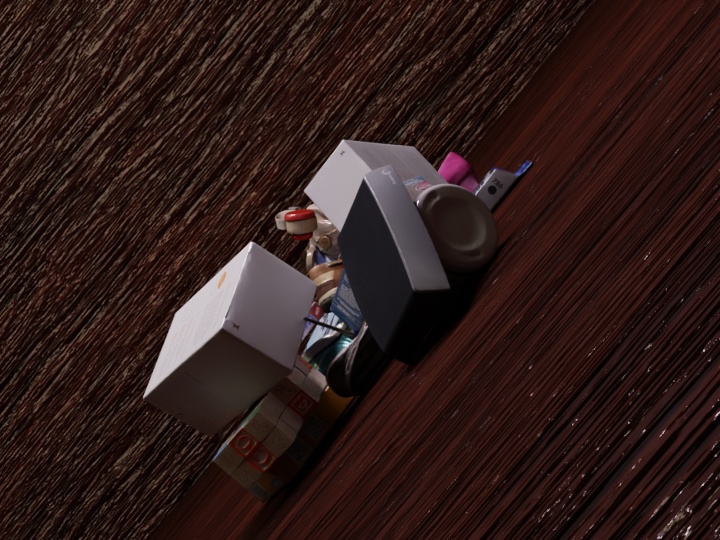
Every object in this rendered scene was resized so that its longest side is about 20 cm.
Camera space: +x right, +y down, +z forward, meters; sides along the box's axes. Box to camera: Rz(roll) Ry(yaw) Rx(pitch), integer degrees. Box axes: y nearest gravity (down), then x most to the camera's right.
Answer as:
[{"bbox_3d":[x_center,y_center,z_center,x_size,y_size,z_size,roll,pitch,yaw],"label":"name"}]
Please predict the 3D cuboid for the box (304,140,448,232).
[{"bbox_3d":[0.037,-0.104,1.772,0.098,0.124,0.200,-50,-22,23],"label":"box"}]

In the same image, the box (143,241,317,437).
[{"bbox_3d":[-0.164,0.090,1.582,0.200,0.106,0.152,-39,25,41],"label":"box"}]

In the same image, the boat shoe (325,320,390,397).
[{"bbox_3d":[0.032,0.078,1.592,0.200,0.067,0.057,-55,26,-11],"label":"boat shoe"}]

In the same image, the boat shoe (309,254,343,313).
[{"bbox_3d":[0.000,0.000,1.820,0.076,0.074,0.200,-38,-11,34],"label":"boat shoe"}]

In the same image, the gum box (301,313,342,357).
[{"bbox_3d":[-0.038,0.097,1.970,0.200,0.044,0.170,-62,9,16],"label":"gum box"}]

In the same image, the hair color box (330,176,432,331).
[{"bbox_3d":[0.037,-0.019,1.652,0.100,0.061,0.200,-22,-37,-44],"label":"hair color box"}]

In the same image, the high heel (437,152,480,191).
[{"bbox_3d":[0.094,-0.104,1.922,0.200,0.096,0.067,-33,-23,-9],"label":"high heel"}]

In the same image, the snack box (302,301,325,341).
[{"bbox_3d":[-0.098,0.101,1.701,0.072,0.024,0.200,-51,0,19],"label":"snack box"}]

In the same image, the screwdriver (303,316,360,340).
[{"bbox_3d":[-0.021,0.079,1.614,0.200,0.029,0.028,22,-92,-52],"label":"screwdriver"}]

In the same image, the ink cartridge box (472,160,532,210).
[{"bbox_3d":[0.173,-0.094,1.847,0.200,0.039,0.099,-50,1,6],"label":"ink cartridge box"}]

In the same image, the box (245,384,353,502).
[{"bbox_3d":[-0.068,0.207,1.654,0.200,0.041,0.119,-49,1,-34],"label":"box"}]

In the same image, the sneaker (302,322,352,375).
[{"bbox_3d":[0.003,0.104,1.778,0.200,0.077,0.080,-46,32,8],"label":"sneaker"}]

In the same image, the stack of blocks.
[{"bbox_3d":[-0.109,0.185,1.575,0.115,0.059,0.200,-49,3,11],"label":"stack of blocks"}]

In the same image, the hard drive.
[{"bbox_3d":[0.030,-0.009,1.394,0.135,0.042,0.200,-65,35,39],"label":"hard drive"}]

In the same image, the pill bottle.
[{"bbox_3d":[0.070,-0.009,1.487,0.111,0.111,0.200,-52,3,-37],"label":"pill bottle"}]

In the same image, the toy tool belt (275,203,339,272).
[{"bbox_3d":[-0.031,-0.044,1.896,0.125,0.123,0.200,2,15,41],"label":"toy tool belt"}]
